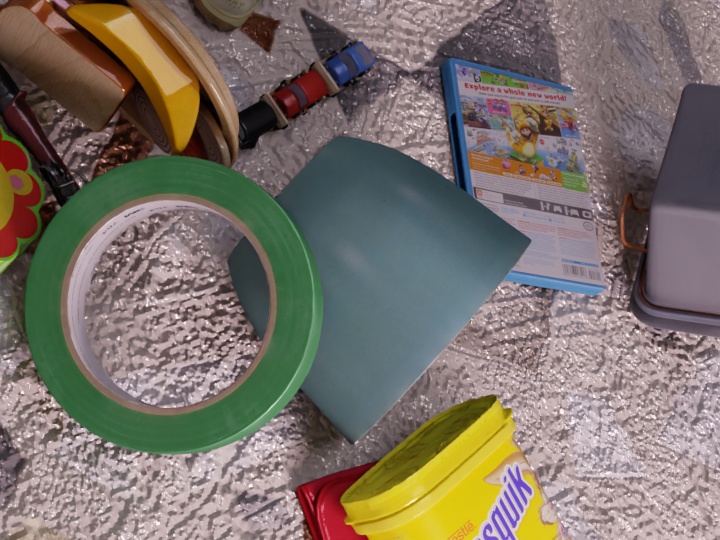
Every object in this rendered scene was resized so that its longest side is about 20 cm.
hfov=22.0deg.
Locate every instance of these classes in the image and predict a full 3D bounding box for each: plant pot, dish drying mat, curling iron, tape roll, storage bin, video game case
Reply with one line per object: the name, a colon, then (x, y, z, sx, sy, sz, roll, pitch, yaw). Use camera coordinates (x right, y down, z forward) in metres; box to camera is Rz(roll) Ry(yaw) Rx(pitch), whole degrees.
plant pot: (0.000, 0.000, 1.362, 0.161, 0.201, 0.201, 41, 49, 0)
dish drying mat: (0.042, 0.176, 1.416, 0.199, 0.018, 0.077, -12, 77, -40)
curling iron: (-0.245, -0.118, 1.327, 0.025, 0.050, 0.201, -30, 79, -18)
tape roll: (-0.126, 0.024, 1.261, 0.199, 0.048, 0.202, -1, 84, 7)
storage bin: (0.302, -0.065, 1.630, 0.145, 0.135, 0.201, 8, 51, 18)
video game case: (0.142, -0.082, 1.620, 0.142, 0.018, 0.201, 9, 63, -33)

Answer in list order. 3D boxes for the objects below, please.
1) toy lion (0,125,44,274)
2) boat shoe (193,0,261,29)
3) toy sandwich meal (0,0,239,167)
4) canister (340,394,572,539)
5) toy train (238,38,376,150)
toy lion: (-0.310, -0.047, 1.238, 0.199, 0.069, 0.193, 23, 49, -26)
boat shoe: (-0.071, -0.279, 1.525, 0.073, 0.063, 0.201, 36, 51, -17)
toy sandwich meal: (-0.172, -0.135, 1.311, 0.070, 0.205, 0.205, -45, 98, -21)
canister: (0.092, 0.216, 1.375, 0.148, 0.086, 0.201, -36, 100, -39)
toy train: (-0.052, -0.140, 1.483, 0.200, 0.046, 0.034, -37, 92, -42)
